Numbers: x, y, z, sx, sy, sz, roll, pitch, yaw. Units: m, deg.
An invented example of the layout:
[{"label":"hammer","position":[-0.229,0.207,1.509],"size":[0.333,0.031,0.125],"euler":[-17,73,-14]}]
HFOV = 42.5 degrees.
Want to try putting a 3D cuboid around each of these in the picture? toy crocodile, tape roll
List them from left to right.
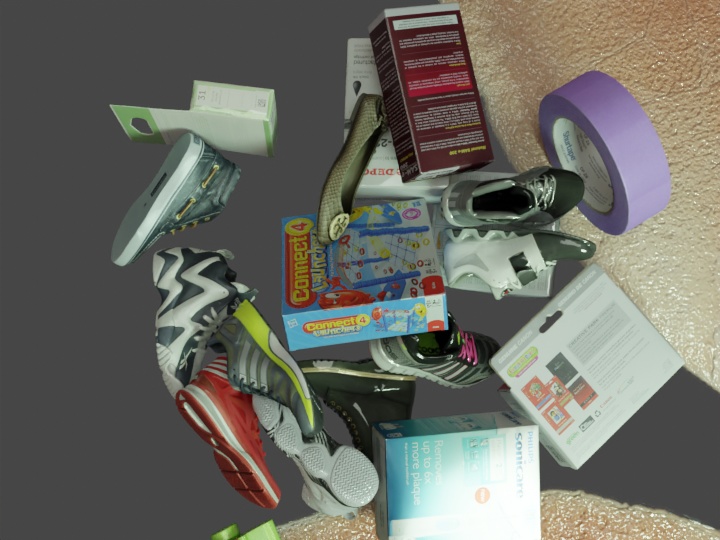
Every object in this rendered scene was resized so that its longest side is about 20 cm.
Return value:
[{"label":"toy crocodile","position":[-0.194,0.369,1.158],"size":[0.197,0.062,0.069],"euler":[-20,84,-6]},{"label":"tape roll","position":[0.308,-0.148,1.181],"size":[0.065,0.200,0.202],"euler":[-29,85,-7]}]

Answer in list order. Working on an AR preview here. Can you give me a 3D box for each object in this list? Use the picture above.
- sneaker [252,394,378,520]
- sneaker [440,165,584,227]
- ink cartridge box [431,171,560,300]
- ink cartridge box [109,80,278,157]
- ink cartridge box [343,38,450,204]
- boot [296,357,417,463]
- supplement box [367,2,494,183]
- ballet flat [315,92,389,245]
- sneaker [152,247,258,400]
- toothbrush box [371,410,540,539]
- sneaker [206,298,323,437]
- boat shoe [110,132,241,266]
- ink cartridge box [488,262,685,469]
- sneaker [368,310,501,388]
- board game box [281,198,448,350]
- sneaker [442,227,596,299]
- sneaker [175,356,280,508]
[{"label":"sneaker","position":[-0.065,0.230,1.155],"size":[0.200,0.116,0.075],"euler":[42,59,17]},{"label":"sneaker","position":[0.206,-0.085,1.137],"size":[0.196,0.115,0.077],"euler":[-10,96,-15]},{"label":"ink cartridge box","position":[0.168,-0.052,1.250],"size":[0.196,0.057,0.166],"euler":[4,82,19]},{"label":"ink cartridge box","position":[-0.207,-0.197,1.190],"size":[0.196,0.146,0.049],"euler":[8,79,-1]},{"label":"ink cartridge box","position":[0.051,-0.196,1.226],"size":[0.141,0.084,0.204],"euler":[1,83,6]},{"label":"boot","position":[-0.024,0.184,1.188],"size":[0.196,0.077,0.141],"euler":[1,87,-2]},{"label":"supplement box","position":[0.086,-0.218,1.138],"size":[0.107,0.061,0.204],"euler":[-11,86,-22]},{"label":"ballet flat","position":[-0.007,-0.125,1.150],"size":[0.046,0.067,0.203],"euler":[17,79,15]},{"label":"sneaker","position":[-0.192,0.064,1.189],"size":[0.127,0.080,0.203],"euler":[-8,73,5]},{"label":"toothbrush box","position":[0.118,0.262,1.151],"size":[0.196,0.085,0.150],"euler":[-2,95,-12]},{"label":"sneaker","position":[-0.113,0.129,1.117],"size":[0.080,0.074,0.200],"euler":[-37,56,-7]},{"label":"boat shoe","position":[-0.241,-0.075,1.211],"size":[0.090,0.071,0.201],"euler":[30,105,-33]},{"label":"ink cartridge box","position":[0.283,0.121,1.203],"size":[0.199,0.084,0.176],"euler":[-41,86,-7]},{"label":"sneaker","position":[0.111,0.097,1.167],"size":[0.197,0.087,0.075],"euler":[12,60,-29]},{"label":"board game box","position":[0.000,0.000,1.151],"size":[0.192,0.057,0.202],"euler":[-8,38,0]},{"label":"sneaker","position":[0.200,-0.006,1.177],"size":[0.196,0.074,0.090],"euler":[0,81,24]},{"label":"sneaker","position":[-0.138,0.196,1.175],"size":[0.116,0.078,0.202],"euler":[-47,118,-36]}]
